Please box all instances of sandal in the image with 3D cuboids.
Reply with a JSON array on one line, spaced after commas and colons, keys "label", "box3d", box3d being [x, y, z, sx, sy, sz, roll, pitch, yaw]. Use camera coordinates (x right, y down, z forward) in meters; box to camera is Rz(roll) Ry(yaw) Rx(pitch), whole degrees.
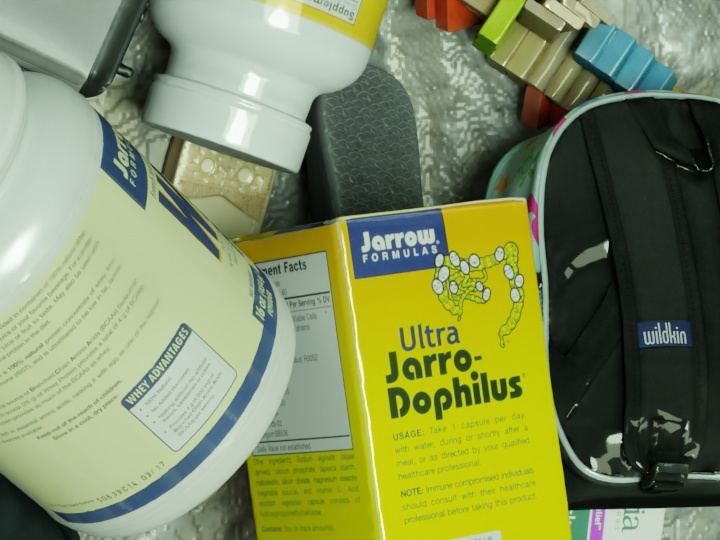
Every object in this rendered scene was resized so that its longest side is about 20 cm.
[{"label": "sandal", "box3d": [0.001, 0.000, 1.444, 0.076, 0.043, 0.202, 11, 71, -29]}, {"label": "sandal", "box3d": [-0.073, 0.020, 1.429, 0.077, 0.070, 0.213, 6, 97, -22]}]

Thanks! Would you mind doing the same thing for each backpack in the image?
[{"label": "backpack", "box3d": [0.143, 0.017, 1.431, 0.176, 0.150, 0.202, 0, 79, -22]}]

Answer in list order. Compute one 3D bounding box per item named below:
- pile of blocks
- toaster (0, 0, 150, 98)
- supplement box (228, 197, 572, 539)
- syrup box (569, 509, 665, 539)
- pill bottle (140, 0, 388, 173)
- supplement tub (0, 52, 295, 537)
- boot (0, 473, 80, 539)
[{"label": "pile of blocks", "box3d": [0.100, -0.104, 1.469, 0.200, 0.082, 0.062, 35, 86, -24]}, {"label": "toaster", "box3d": [-0.131, -0.185, 1.293, 0.118, 0.181, 0.201, 22, 110, -12]}, {"label": "supplement box", "box3d": [0.018, 0.074, 1.338, 0.109, 0.109, 0.202, -7, 90, -33]}, {"label": "syrup box", "box3d": [0.054, 0.126, 1.493, 0.199, 0.081, 0.079, 3, 100, -21]}, {"label": "pill bottle", "box3d": [-0.037, -0.154, 1.383, 0.111, 0.112, 0.201, 19, 88, -23]}, {"label": "supplement tub", "box3d": [-0.139, 0.007, 1.246, 0.145, 0.145, 0.200, -50, 125, -7]}, {"label": "boot", "box3d": [-0.192, 0.110, 1.291, 0.076, 0.201, 0.168, -34, 141, 17]}]
